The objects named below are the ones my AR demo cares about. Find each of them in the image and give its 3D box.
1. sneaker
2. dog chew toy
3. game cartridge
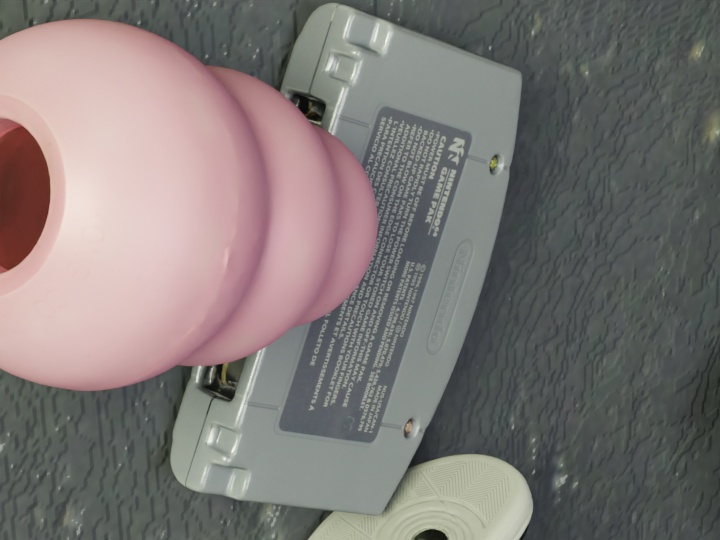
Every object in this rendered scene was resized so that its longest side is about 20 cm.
[{"bbox_3d":[0.002,0.174,1.120,0.200,0.073,0.112,-40,137,-21],"label":"sneaker"},{"bbox_3d":[-0.065,-0.021,0.910,0.200,0.124,0.125,3,104,-57],"label":"dog chew toy"},{"bbox_3d":[0.000,0.000,1.062,0.133,0.041,0.200,15,95,-48],"label":"game cartridge"}]
